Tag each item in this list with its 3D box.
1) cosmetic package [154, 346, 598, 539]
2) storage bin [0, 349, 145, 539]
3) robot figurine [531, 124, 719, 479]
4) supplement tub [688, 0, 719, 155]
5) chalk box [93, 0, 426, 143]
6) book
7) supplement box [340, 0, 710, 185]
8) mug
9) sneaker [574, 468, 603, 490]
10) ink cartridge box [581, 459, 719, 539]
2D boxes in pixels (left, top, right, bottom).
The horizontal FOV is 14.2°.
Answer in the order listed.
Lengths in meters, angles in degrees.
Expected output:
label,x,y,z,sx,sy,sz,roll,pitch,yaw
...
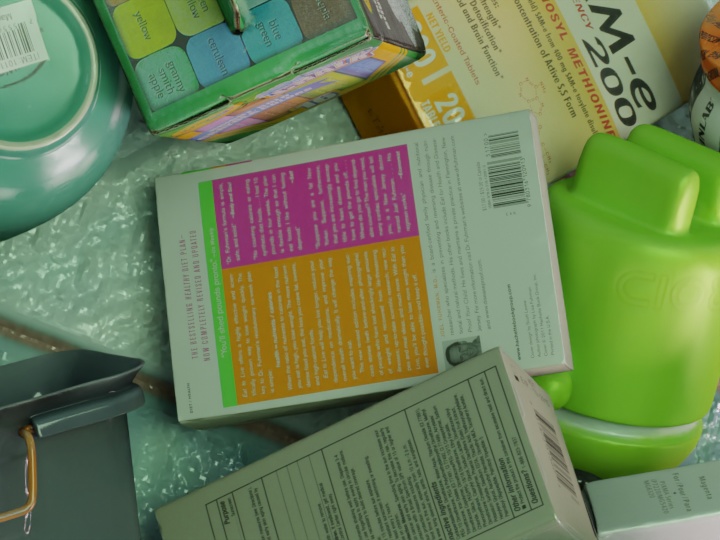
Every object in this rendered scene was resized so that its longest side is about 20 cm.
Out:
label,x,y,z,sx,sy,sz,roll,pitch,yaw
cosmetic package,0.008,0.131,1.433,0.071,0.200,0.105,42,27,-56
storage bin,-0.190,0.128,1.387,0.199,0.145,0.135,-16,99,-27
robot figurine,0.139,0.027,1.542,0.175,0.115,0.201,-15,122,-52
supplement tub,0.247,-0.056,1.581,0.122,0.122,0.200,-40,134,-25
chalk box,-0.061,-0.142,1.420,0.123,0.200,0.125,-23,86,11
book,0.000,0.000,1.480,0.199,0.048,0.134,-9,80,11
supplement box,0.093,-0.116,1.587,0.200,0.073,0.126,-31,97,-26
mug,-0.194,-0.078,1.420,0.152,0.114,0.186,28,71,-20
sneaker,0.139,0.158,1.550,0.074,0.089,0.200,-31,127,12
ink cartridge box,0.205,0.182,1.503,0.173,0.044,0.200,-9,127,-4
